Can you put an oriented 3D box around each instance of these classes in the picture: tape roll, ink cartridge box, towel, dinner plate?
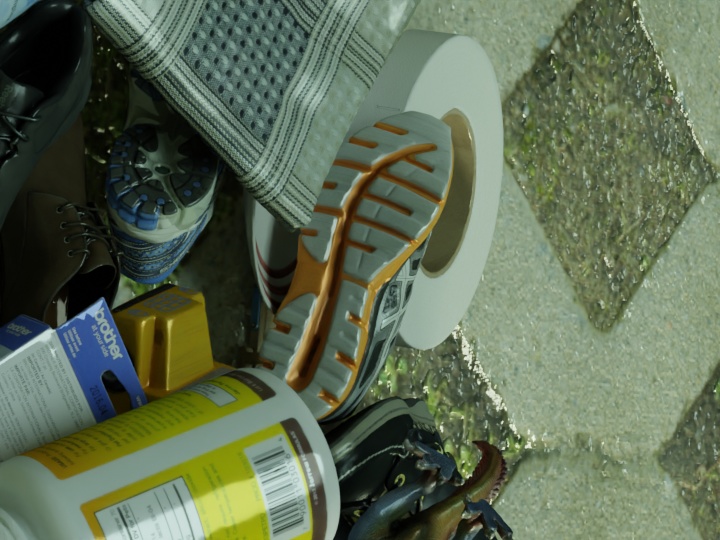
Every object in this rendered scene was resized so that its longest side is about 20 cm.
[{"bbox_3d":[0.038,-0.051,1.884,0.203,0.037,0.203,9,90,-67],"label":"tape roll"},{"bbox_3d":[-0.198,0.109,1.547,0.200,0.042,0.120,-34,119,-23],"label":"ink cartridge box"},{"bbox_3d":[-0.049,-0.153,1.653,0.193,0.034,0.200,47,52,-31],"label":"towel"},{"bbox_3d":[-0.035,-0.071,1.767,0.200,0.024,0.201,11,90,-72],"label":"dinner plate"}]

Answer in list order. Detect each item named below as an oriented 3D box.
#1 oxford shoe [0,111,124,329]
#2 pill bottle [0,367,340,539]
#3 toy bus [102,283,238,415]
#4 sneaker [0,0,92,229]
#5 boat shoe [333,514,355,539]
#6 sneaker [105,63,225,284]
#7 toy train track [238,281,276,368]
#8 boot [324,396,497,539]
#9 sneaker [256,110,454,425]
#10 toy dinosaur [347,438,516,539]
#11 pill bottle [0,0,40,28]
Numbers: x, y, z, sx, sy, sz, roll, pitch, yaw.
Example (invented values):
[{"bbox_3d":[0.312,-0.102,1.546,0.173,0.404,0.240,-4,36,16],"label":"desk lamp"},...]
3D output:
[{"bbox_3d":[-0.160,-0.022,1.619,0.073,0.084,0.201,4,85,-52],"label":"oxford shoe"},{"bbox_3d":[-0.117,0.129,1.519,0.200,0.109,0.110,-21,107,-31],"label":"pill bottle"},{"bbox_3d":[-0.103,0.114,1.681,0.065,0.078,0.201,-25,124,-51],"label":"toy bus"},{"bbox_3d":[-0.199,-0.061,1.536,0.076,0.091,0.200,28,66,-4],"label":"sneaker"},{"bbox_3d":[0.005,0.213,1.856,0.074,0.060,0.200,-46,125,-43],"label":"boat shoe"},{"bbox_3d":[-0.107,-0.070,1.709,0.200,0.077,0.085,-69,175,-49],"label":"sneaker"},{"bbox_3d":[-0.047,0.035,1.813,0.115,0.032,0.201,17,75,-52],"label":"toy train track"},{"bbox_3d":[0.035,0.157,1.807,0.154,0.073,0.204,59,14,7],"label":"boot"},{"bbox_3d":[0.000,0.000,1.762,0.200,0.078,0.077,-64,159,-7],"label":"sneaker"},{"bbox_3d":[0.012,0.197,1.693,0.182,0.105,0.200,-55,158,17],"label":"toy dinosaur"},{"bbox_3d":[-0.193,-0.188,1.555,0.200,0.109,0.109,-43,123,-45],"label":"pill bottle"}]
